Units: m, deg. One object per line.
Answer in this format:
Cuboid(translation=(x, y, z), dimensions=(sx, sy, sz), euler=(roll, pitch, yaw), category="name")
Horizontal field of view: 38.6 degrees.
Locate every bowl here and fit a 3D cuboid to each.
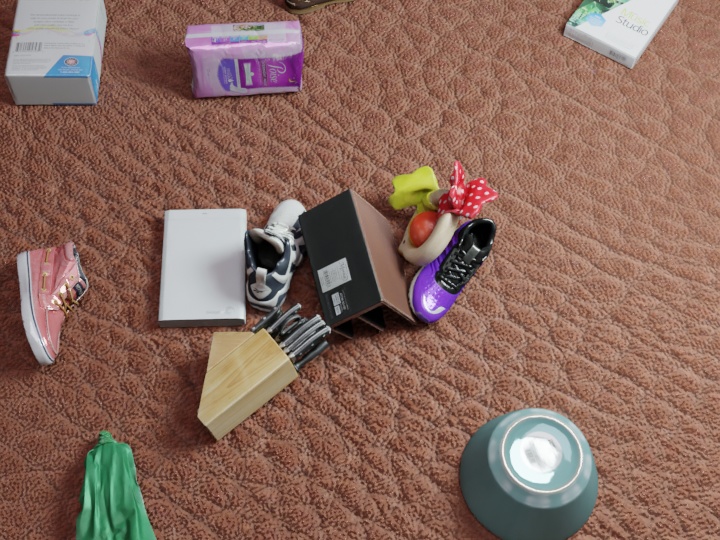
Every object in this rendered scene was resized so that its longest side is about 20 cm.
Cuboid(translation=(0.244, 0.274, 1.439), dimensions=(0.201, 0.105, 0.201), euler=(1, 61, -1), category="bowl")

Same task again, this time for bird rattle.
Cuboid(translation=(0.125, -0.081, 1.603), dimensions=(0.113, 0.200, 0.163), euler=(25, 88, -30), category="bird rattle")

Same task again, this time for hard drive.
Cuboid(translation=(-0.247, -0.006, 1.624), dimensions=(0.132, 0.026, 0.200), euler=(-1, 60, -3), category="hard drive")

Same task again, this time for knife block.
Cuboid(translation=(-0.133, 0.146, 1.500), dimensions=(0.175, 0.064, 0.200), euler=(0, 60, 12), category="knife block")

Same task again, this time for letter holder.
Cuboid(translation=(0.000, 0.000, 1.598), dimensions=(0.101, 0.142, 0.200), euler=(-26, 61, 20), category="letter holder")

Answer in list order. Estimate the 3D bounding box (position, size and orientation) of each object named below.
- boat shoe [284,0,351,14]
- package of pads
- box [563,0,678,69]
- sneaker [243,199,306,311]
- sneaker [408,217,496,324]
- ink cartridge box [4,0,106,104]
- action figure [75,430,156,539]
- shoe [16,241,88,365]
Cuboid(translation=(-0.048, -0.536, 1.906), dimensions=(0.200, 0.070, 0.070), euler=(-26, 63, -17), category="boat shoe")
Cuboid(translation=(-0.197, -0.362, 1.772), dimensions=(0.200, 0.121, 0.076), euler=(-4, 55, -4), category="package of pads")
Cuboid(translation=(0.487, -0.478, 1.912), dimensions=(0.144, 0.036, 0.200), euler=(31, 63, 14), category="box")
Cuboid(translation=(-0.129, -0.049, 1.592), dimensions=(0.079, 0.130, 0.199), euler=(19, 61, 8), category="sneaker")
Cuboid(translation=(0.148, -0.010, 1.588), dimensions=(0.070, 0.100, 0.200), euler=(38, 63, -10), category="sneaker")
Cuboid(translation=(-0.527, -0.392, 1.798), dimensions=(0.144, 0.085, 0.200), euler=(0, 62, -3), category="ink cartridge box")
Cuboid(translation=(-0.344, 0.310, 1.425), dimensions=(0.118, 0.055, 0.200), euler=(-11, 55, -7), category="action figure")
Cuboid(translation=(-0.460, 0.045, 1.559), dimensions=(0.091, 0.071, 0.200), euler=(-16, 58, -5), category="shoe")
